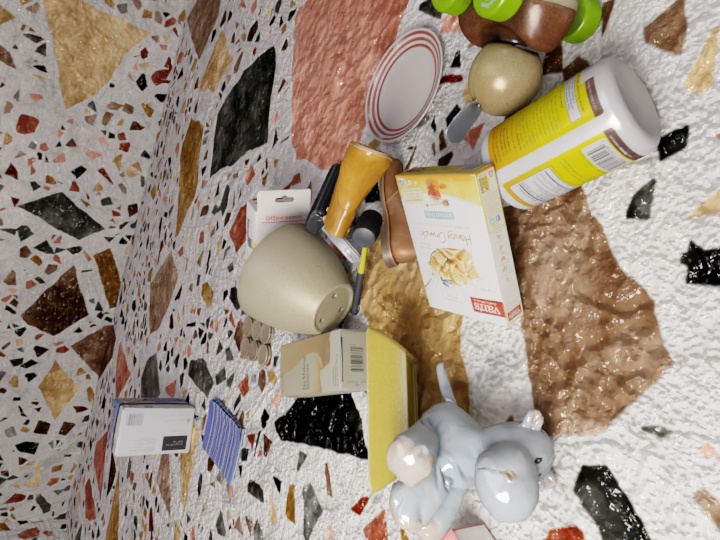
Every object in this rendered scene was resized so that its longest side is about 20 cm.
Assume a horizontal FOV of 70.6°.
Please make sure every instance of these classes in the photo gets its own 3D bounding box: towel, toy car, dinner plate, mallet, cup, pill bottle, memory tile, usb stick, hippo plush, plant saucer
[{"bbox_3d":[-0.349,0.421,1.274,0.200,0.024,0.145,17,96,54],"label":"towel"},{"bbox_3d":[0.173,-0.258,0.646,0.158,0.164,0.200,44,129,49],"label":"toy car"},{"bbox_3d":[0.076,-0.319,0.889,0.200,0.024,0.201,-17,69,50],"label":"dinner plate"},{"bbox_3d":[0.000,0.000,0.845,0.066,0.041,0.200,-64,-13,-60],"label":"mallet"},{"bbox_3d":[-0.097,0.034,0.917,0.143,0.200,0.201,32,108,30],"label":"cup"},{"bbox_3d":[0.217,-0.141,0.581,0.200,0.109,0.109,-26,61,47],"label":"pill bottle"},{"bbox_3d":[-0.239,0.116,1.209,0.153,0.017,0.200,4,85,54],"label":"memory tile"},{"bbox_3d":[-0.064,-0.139,0.954,0.055,0.033,0.200,-54,14,37],"label":"usb stick"},{"bbox_3d":[0.139,0.232,0.590,0.161,0.200,0.160,1,111,30],"label":"hippo plush"},{"bbox_3d":[0.050,0.187,0.699,0.048,0.200,0.200,-4,75,11],"label":"plant saucer"}]

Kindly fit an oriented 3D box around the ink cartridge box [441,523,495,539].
[{"bbox_3d":[0.112,0.424,0.614,0.200,0.067,0.117,-61,39,21],"label":"ink cartridge box"}]

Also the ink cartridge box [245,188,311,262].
[{"bbox_3d":[-0.169,-0.080,1.036,0.067,0.117,0.200,46,135,50],"label":"ink cartridge box"}]

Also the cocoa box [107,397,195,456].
[{"bbox_3d":[-0.597,0.441,1.451,0.131,0.200,0.134,4,84,54],"label":"cocoa box"}]

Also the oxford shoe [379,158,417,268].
[{"bbox_3d":[0.071,-0.101,0.823,0.071,0.071,0.200,-12,65,19],"label":"oxford shoe"}]

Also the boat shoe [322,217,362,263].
[{"bbox_3d":[-0.034,-0.084,0.947,0.066,0.070,0.200,-42,31,2],"label":"boat shoe"}]

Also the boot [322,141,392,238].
[{"bbox_3d":[-0.011,-0.118,0.796,0.201,0.071,0.144,-124,56,-83],"label":"boot"}]

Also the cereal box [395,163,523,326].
[{"bbox_3d":[0.125,-0.034,0.653,0.144,0.039,0.200,12,125,54],"label":"cereal box"}]

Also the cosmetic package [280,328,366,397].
[{"bbox_3d":[-0.066,0.171,0.914,0.200,0.071,0.105,-24,63,48],"label":"cosmetic package"}]
